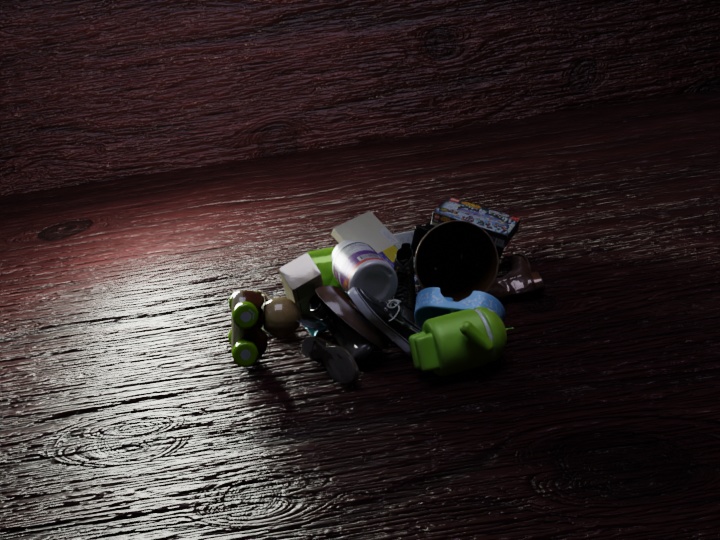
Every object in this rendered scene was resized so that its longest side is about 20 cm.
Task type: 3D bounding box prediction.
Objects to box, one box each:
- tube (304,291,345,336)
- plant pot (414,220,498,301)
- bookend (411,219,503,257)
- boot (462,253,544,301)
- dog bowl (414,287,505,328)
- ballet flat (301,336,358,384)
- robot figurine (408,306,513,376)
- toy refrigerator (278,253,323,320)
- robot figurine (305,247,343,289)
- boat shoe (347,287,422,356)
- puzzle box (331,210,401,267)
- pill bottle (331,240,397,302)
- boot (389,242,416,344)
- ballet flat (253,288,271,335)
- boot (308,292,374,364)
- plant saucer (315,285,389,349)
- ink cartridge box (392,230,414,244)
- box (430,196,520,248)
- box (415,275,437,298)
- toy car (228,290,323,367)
[{"bbox_3d":[-0.043,0.084,1.658,0.200,0.051,0.077,-37,23,-7],"label":"tube"},{"bbox_3d":[0.203,-0.024,1.632,0.185,0.188,0.200,-10,6,-3],"label":"plant pot"},{"bbox_3d":[0.260,-0.076,1.840,0.199,0.093,0.199,21,31,19],"label":"bookend"},{"bbox_3d":[0.319,0.026,1.701,0.199,0.065,0.187,-15,21,-3],"label":"boot"},{"bbox_3d":[0.206,0.097,1.498,0.199,0.112,0.050,4,42,23],"label":"dog bowl"},{"bbox_3d":[-0.056,0.183,1.459,0.046,0.068,0.200,14,3,-36],"label":"ballet flat"},{"bbox_3d":[0.198,0.139,1.384,0.199,0.117,0.175,-13,-1,-12],"label":"robot figurine"},{"bbox_3d":[-0.128,0.047,1.615,0.076,0.200,0.070,-29,67,-13],"label":"toy refrigerator"},{"bbox_3d":[-0.070,0.001,1.793,0.198,0.117,0.176,-9,17,2],"label":"robot figurine"},{"bbox_3d":[0.061,0.092,1.443,0.068,0.199,0.074,-45,12,8],"label":"boat shoe"},{"bbox_3d":[0.038,-0.053,1.753,0.133,0.025,0.200,-27,66,-37],"label":"puzzle box"},{"bbox_3d":[0.000,0.000,1.581,0.111,0.112,0.200,-14,24,-14],"label":"pill bottle"},{"bbox_3d":[0.088,0.051,1.556,0.077,0.139,0.201,0,43,1],"label":"boot"},{"bbox_3d":[-0.231,0.099,1.706,0.075,0.064,0.200,-18,24,-24],"label":"ballet flat"},{"bbox_3d":[-0.051,0.118,1.494,0.070,0.132,0.200,-47,22,-3],"label":"boot"},{"bbox_3d":[-0.010,0.092,1.502,0.032,0.200,0.200,-50,26,4],"label":"plant saucer"},{"bbox_3d":[0.039,-0.059,1.901,0.172,0.044,0.200,-12,-3,-19],"label":"ink cartridge box"},{"bbox_3d":[0.296,-0.126,1.801,0.199,0.040,0.137,20,29,18],"label":"box"},{"bbox_3d":[0.109,0.039,1.752,0.158,0.046,0.200,-7,22,2],"label":"box"},{"bbox_3d":[-0.186,0.122,1.548,0.198,0.159,0.164,0,9,-14],"label":"toy car"}]
